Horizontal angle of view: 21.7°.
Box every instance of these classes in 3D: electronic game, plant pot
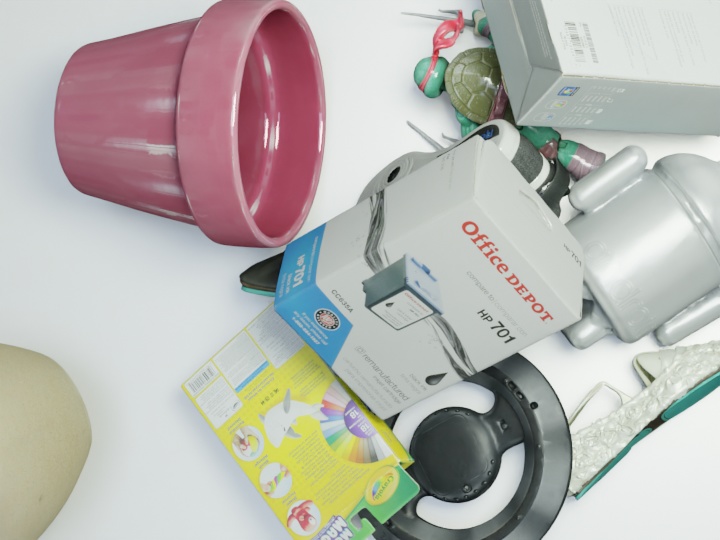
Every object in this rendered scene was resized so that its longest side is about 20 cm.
[{"bbox_3d":[0.079,0.153,1.558,0.199,0.042,0.201,-2,85,21],"label":"electronic game"},{"bbox_3d":[-0.144,-0.122,1.543,0.178,0.200,0.201,3,87,21],"label":"plant pot"},{"bbox_3d":[-0.302,0.138,1.549,0.134,0.200,0.201,-27,84,-33],"label":"plant pot"}]

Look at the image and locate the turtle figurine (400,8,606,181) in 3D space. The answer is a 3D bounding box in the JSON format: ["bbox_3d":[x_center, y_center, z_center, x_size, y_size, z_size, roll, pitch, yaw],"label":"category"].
[{"bbox_3d":[0.113,-0.140,1.561,0.199,0.101,0.151,20,92,-1],"label":"turtle figurine"}]

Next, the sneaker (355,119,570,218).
[{"bbox_3d":[0.089,-0.048,1.541,0.112,0.200,0.073,37,59,-25],"label":"sneaker"}]

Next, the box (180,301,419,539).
[{"bbox_3d":[-0.045,0.137,1.558,0.117,0.048,0.200,-41,73,12],"label":"box"}]

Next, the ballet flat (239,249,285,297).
[{"bbox_3d":[0.000,0.000,1.575,0.199,0.068,0.069,10,98,-4],"label":"ballet flat"}]

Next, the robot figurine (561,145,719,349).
[{"bbox_3d":[0.238,-0.018,1.532,0.200,0.113,0.170,-35,112,3],"label":"robot figurine"}]

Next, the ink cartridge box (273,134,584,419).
[{"bbox_3d":[0.055,0.008,1.469,0.199,0.086,0.146,-28,119,29],"label":"ink cartridge box"}]

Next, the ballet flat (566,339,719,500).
[{"bbox_3d":[0.229,0.108,1.549,0.200,0.072,0.072,-39,85,1],"label":"ballet flat"}]

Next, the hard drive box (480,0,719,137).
[{"bbox_3d":[0.205,-0.194,1.482,0.199,0.077,0.157,1,62,-27],"label":"hard drive box"}]
